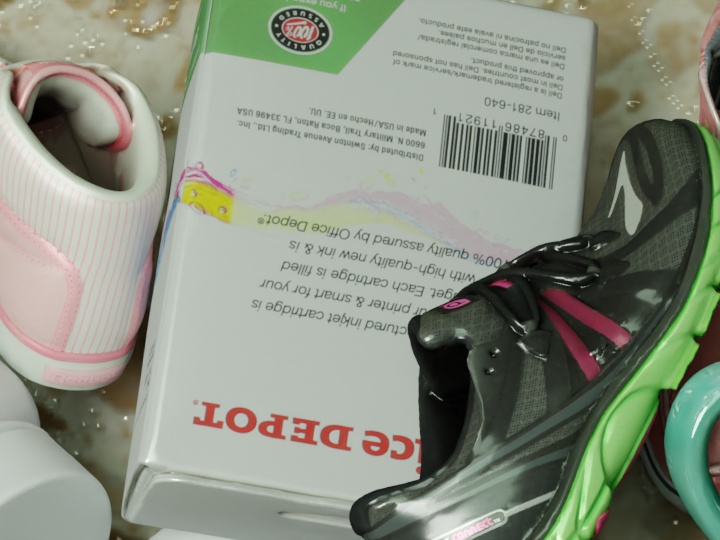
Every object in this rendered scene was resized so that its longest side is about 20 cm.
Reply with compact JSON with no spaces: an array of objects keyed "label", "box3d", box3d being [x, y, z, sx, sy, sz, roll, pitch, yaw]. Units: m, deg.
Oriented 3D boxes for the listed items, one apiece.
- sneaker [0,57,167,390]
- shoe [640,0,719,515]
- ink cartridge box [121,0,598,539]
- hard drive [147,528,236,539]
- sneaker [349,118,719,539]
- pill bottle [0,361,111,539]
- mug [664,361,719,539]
[{"label":"sneaker","box3d":[-0.130,-0.057,0.889,0.075,0.105,0.200,-7,43,-31]},{"label":"shoe","box3d":[0.139,-0.016,0.836,0.071,0.091,0.201,11,71,17]},{"label":"ink cartridge box","box3d":[0.000,0.000,0.840,0.144,0.084,0.200,10,68,-9]},{"label":"hard drive","box3d":[-0.077,0.178,0.844,0.200,0.027,0.132,-37,65,-4]},{"label":"sneaker","box3d":[0.062,0.021,0.761,0.084,0.077,0.200,31,63,-1]},{"label":"pill bottle","box3d":[-0.192,0.057,0.863,0.200,0.113,0.113,37,80,29]},{"label":"mug","box3d":[0.206,0.072,0.754,0.185,0.152,0.115,3,100,29]}]
